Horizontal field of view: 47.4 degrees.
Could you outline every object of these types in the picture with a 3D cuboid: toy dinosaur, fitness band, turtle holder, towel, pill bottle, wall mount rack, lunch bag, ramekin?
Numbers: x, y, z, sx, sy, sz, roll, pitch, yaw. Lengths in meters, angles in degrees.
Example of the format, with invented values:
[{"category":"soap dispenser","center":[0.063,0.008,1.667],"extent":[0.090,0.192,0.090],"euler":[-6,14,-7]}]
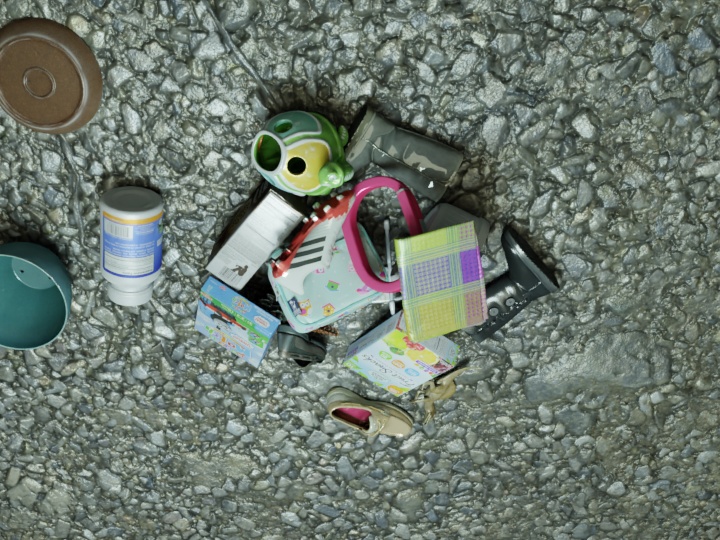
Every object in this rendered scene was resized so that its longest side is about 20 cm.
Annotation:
[{"category":"toy dinosaur","center":[-0.132,0.066,1.546],"extent":[0.198,0.103,0.136],"euler":[8,151,2]},{"category":"fitness band","center":[0.040,-0.061,1.382],"extent":[0.143,0.037,0.202],"euler":[-24,76,28]},{"category":"turtle holder","center":[-0.098,-0.180,1.359],"extent":[0.141,0.131,0.186],"euler":[-46,66,34]},{"category":"towel","center":[0.132,0.021,1.340],"extent":[0.142,0.023,0.202],"euler":[-15,118,-6]},{"category":"pill bottle","center":[-0.418,-0.041,1.494],"extent":[0.111,0.112,0.201],"euler":[8,120,-4]},{"category":"wall mount rack","center":[0.000,0.000,1.539],"extent":[0.198,0.075,0.176],"euler":[-5,87,3]},{"category":"lunch bag","center":[-0.063,0.008,1.450],"extent":[0.199,0.077,0.161],"euler":[-24,82,-13]},{"category":"toy dinosaur","center":[0.158,0.237,1.689],"extent":[0.100,0.058,0.201],"euler":[15,128,-25]},{"category":"ramekin","center":[0.134,-0.028,1.453],"extent":[0.094,0.203,0.203],"euler":[35,115,-6]}]

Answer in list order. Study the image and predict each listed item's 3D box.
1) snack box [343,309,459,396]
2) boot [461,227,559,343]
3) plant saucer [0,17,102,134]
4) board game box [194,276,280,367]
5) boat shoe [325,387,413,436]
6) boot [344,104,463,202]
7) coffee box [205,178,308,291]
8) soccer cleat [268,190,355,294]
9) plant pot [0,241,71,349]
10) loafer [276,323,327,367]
[{"category":"snack box","center":[0.077,0.165,1.594],"extent":[0.142,0.053,0.200],"euler":[34,142,-15]},{"category":"boot","center":[0.252,0.032,1.560],"extent":[0.199,0.066,0.165],"euler":[-35,112,23]},{"category":"plant saucer","center":[-0.538,-0.320,1.382],"extent":[0.198,0.035,0.202],"euler":[1,121,1]},{"category":"board game box","center":[-0.235,0.101,1.537],"extent":[0.151,0.037,0.200],"euler":[32,153,1]},{"category":"boat shoe","center":[0.018,0.312,1.714],"extent":[0.198,0.069,0.074],"euler":[20,118,-10]},{"category":"boot","center":[0.055,-0.177,1.443],"extent":[0.199,0.073,0.182],"euler":[26,119,-21]},{"category":"coffee box","center":[-0.184,-0.077,1.470],"extent":[0.080,0.113,0.200],"euler":[35,114,-18]},{"category":"soccer cleat","center":[-0.068,-0.049,1.385],"extent":[0.085,0.069,0.200],"euler":[45,80,-24]},{"category":"plant pot","center":[-0.623,0.026,1.521],"extent":[0.198,0.135,0.202],"euler":[1,120,1]},{"category":"loafer","center":[-0.119,0.157,1.573],"extent":[0.071,0.063,0.200],"euler":[7,162,18]}]
